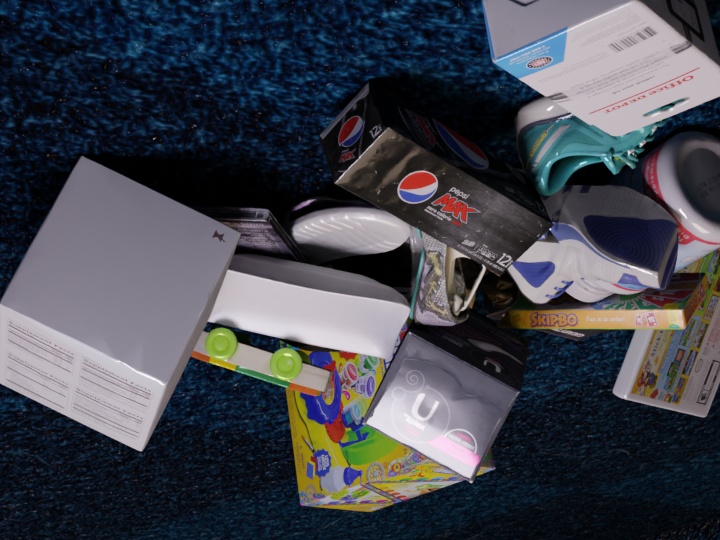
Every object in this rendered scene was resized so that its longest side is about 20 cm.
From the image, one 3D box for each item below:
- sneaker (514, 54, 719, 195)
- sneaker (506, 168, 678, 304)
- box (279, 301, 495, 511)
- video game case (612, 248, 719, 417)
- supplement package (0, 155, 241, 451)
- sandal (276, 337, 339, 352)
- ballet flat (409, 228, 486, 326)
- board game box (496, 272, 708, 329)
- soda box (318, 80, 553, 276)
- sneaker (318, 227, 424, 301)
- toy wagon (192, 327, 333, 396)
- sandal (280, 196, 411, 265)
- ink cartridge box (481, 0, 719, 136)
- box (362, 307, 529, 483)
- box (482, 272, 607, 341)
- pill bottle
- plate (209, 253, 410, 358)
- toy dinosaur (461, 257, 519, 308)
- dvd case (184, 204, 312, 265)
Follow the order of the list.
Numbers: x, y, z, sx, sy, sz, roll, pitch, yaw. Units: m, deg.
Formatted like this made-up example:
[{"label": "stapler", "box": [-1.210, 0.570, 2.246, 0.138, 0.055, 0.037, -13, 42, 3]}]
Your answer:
[{"label": "sneaker", "box": [0.220, -0.122, 1.325, 0.199, 0.080, 0.077, -24, 155, 34]}, {"label": "sneaker", "box": [0.197, -0.021, 1.470, 0.198, 0.081, 0.116, 18, 149, 26]}, {"label": "box", "box": [0.027, 0.145, 1.790, 0.192, 0.201, 0.122, -25, 154, 36]}, {"label": "video game case", "box": [0.358, 0.053, 1.731, 0.023, 0.201, 0.181, 24, -174, 41]}, {"label": "supplement package", "box": [-0.212, 0.033, 1.380, 0.150, 0.153, 0.200, 26, 155, -2]}, {"label": "sandal", "box": [-0.079, 0.038, 1.694, 0.200, 0.048, 0.075, 23, 146, -34]}, {"label": "ballet flat", "box": [0.083, -0.028, 1.445, 0.071, 0.072, 0.201, -6, 131, -8]}, {"label": "board game box", "box": [0.242, 0.031, 1.623, 0.199, 0.030, 0.096, -4, -160, 28]}, {"label": "soda box", "box": [0.064, -0.074, 1.319, 0.199, 0.064, 0.071, 27, 120, -37]}, {"label": "sneaker", "box": [0.000, 0.000, 1.570, 0.111, 0.074, 0.200, -5, 160, -8]}, {"label": "toy wagon", "box": [-0.127, 0.084, 1.669, 0.199, 0.040, 0.155, 17, 177, 3]}, {"label": "sandal", "box": [-0.031, -0.045, 1.478, 0.082, 0.050, 0.202, 22, 159, -34]}, {"label": "ink cartridge box", "box": [0.188, -0.172, 1.189, 0.115, 0.068, 0.200, -20, 157, 29]}, {"label": "box", "box": [0.088, 0.108, 1.576, 0.122, 0.107, 0.200, 28, -167, 3]}, {"label": "box", "box": [0.268, 0.017, 1.774, 0.198, 0.050, 0.199, -24, 155, 32]}, {"label": "pill bottle", "box": [0.267, -0.043, 1.517, 0.108, 0.110, 0.200, 4, 156, -31]}, {"label": "plate", "box": [-0.056, 0.029, 1.524, 0.198, 0.033, 0.200, 11, 164, -1]}, {"label": "toy dinosaur", "box": [0.115, 0.001, 1.678, 0.100, 0.059, 0.200, 0, 157, 20]}, {"label": "dvd case", "box": [-0.129, -0.022, 1.487, 0.147, 0.016, 0.200, 3, 162, 14]}]
